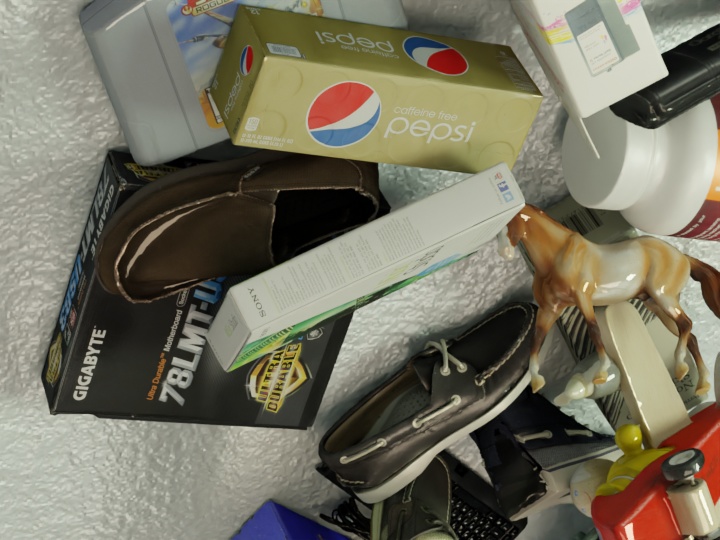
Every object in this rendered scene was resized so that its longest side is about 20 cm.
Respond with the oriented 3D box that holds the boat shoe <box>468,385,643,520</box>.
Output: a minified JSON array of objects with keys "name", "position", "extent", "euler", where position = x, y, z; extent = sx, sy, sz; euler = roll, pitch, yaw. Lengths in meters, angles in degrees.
[{"name":"boat shoe","position":[0.155,0.129,1.683],"extent":[0.075,0.093,0.200],"euler":[-36,164,27]}]

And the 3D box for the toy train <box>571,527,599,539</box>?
[{"name":"toy train","position":[0.222,0.226,1.751],"extent":[0.114,0.085,0.200],"euler":[-34,155,-47]}]

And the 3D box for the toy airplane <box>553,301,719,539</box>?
[{"name":"toy airplane","position":[0.220,0.141,1.577],"extent":[0.141,0.200,0.199],"euler":[-16,150,32]}]

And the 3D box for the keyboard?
[{"name":"keyboard","position":[0.048,0.195,1.710],"extent":[0.104,0.040,0.200],"euler":[-42,129,12]}]

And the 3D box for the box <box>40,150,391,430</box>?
[{"name":"box","position":[-0.102,0.018,1.503],"extent":[0.198,0.050,0.200],"euler":[5,124,-26]}]

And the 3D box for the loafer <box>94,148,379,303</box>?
[{"name":"loafer","position":[-0.076,-0.032,1.398],"extent":[0.200,0.071,0.073],"euler":[-25,130,-3]}]

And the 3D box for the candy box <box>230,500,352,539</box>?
[{"name":"candy box","position":[0.003,0.285,1.676],"extent":[0.200,0.169,0.077],"euler":[33,106,-37]}]

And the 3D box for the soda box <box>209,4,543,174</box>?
[{"name":"soda box","position":[0.011,-0.112,1.388],"extent":[0.200,0.064,0.068],"euler":[6,124,-26]}]

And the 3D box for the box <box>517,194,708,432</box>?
[{"name":"box","position":[0.187,0.034,1.617],"extent":[0.082,0.068,0.200],"euler":[-30,131,2]}]

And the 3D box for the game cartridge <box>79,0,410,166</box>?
[{"name":"game cartridge","position":[-0.071,-0.155,1.386],"extent":[0.200,0.042,0.133],"euler":[-22,136,-4]}]

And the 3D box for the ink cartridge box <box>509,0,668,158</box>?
[{"name":"ink cartridge box","position":[0.132,-0.182,1.390],"extent":[0.067,0.117,0.200],"euler":[-27,132,2]}]

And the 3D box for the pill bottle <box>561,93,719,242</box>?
[{"name":"pill bottle","position":[0.248,-0.076,1.524],"extent":[0.200,0.113,0.113],"euler":[5,125,-26]}]

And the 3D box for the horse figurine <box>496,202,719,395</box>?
[{"name":"horse figurine","position":[0.180,0.018,1.495],"extent":[0.200,0.133,0.050],"euler":[1,155,-20]}]

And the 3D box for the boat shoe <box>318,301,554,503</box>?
[{"name":"boat shoe","position":[0.055,0.088,1.608],"extent":[0.200,0.074,0.060],"euler":[-40,122,11]}]

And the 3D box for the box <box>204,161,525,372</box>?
[{"name":"box","position":[0.000,0.000,1.418],"extent":[0.200,0.036,0.144],"euler":[-24,173,-14]}]

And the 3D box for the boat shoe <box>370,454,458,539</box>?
[{"name":"boat shoe","position":[0.044,0.211,1.598],"extent":[0.066,0.201,0.072],"euler":[-23,122,35]}]

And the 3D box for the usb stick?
[{"name":"usb stick","position":[0.251,-0.149,1.468],"extent":[0.200,0.055,0.033],"euler":[-29,121,-27]}]
